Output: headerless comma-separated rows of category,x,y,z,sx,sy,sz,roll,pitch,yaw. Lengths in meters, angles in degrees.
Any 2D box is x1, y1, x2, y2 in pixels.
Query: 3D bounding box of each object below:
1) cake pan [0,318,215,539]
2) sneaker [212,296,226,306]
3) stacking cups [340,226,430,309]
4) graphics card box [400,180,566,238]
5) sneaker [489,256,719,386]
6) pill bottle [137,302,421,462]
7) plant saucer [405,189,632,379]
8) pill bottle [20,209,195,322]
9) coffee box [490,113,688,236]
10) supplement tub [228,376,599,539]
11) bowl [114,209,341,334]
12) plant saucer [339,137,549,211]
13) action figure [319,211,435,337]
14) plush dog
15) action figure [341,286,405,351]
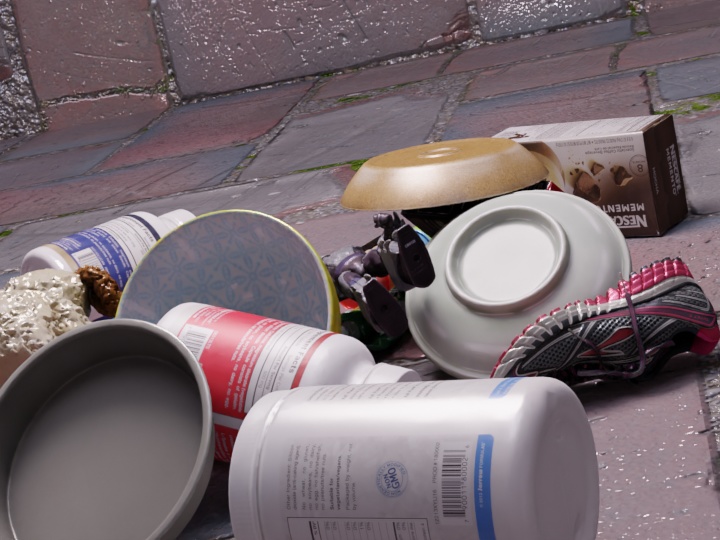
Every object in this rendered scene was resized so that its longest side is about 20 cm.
cake pan,-0.186,0.132,1.148,0.198,0.037,0.202,-12,58,20
sneaker,-0.143,0.076,1.455,0.200,0.082,0.074,-42,31,-5
stacking cups,0.051,-0.010,1.687,0.060,0.061,0.200,-1,22,38
graphics card box,0.147,-0.039,1.577,0.199,0.125,0.051,5,65,53
sneaker,0.188,0.061,1.263,0.199,0.075,0.081,-26,-25,-10
pill bottle,-0.058,0.096,1.209,0.198,0.113,0.112,12,23,24
plant saucer,0.127,0.001,1.367,0.198,0.050,0.202,-12,50,15
pill bottle,-0.265,0.000,1.791,0.199,0.112,0.111,-23,18,-39
coffee box,0.238,-0.097,1.734,0.198,0.114,0.080,-1,18,35
supplement tub,0.035,0.133,0.992,0.198,0.133,0.132,-4,16,29
bowl,-0.096,0.059,1.360,0.198,0.202,0.108,-7,-19,20
plant saucer,0.076,-0.094,1.514,0.198,0.036,0.200,-9,11,2
action figure,0.000,0.000,1.417,0.130,0.070,0.200,-43,18,-13
plush dog,-0.297,0.060,1.424,0.198,0.161,0.172,-21,21,10
action figure,-0.009,0.054,1.497,0.117,0.055,0.200,-7,11,32
